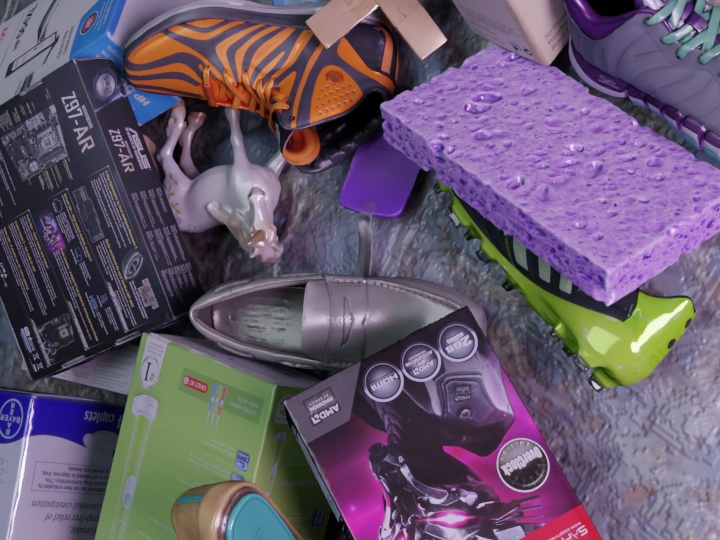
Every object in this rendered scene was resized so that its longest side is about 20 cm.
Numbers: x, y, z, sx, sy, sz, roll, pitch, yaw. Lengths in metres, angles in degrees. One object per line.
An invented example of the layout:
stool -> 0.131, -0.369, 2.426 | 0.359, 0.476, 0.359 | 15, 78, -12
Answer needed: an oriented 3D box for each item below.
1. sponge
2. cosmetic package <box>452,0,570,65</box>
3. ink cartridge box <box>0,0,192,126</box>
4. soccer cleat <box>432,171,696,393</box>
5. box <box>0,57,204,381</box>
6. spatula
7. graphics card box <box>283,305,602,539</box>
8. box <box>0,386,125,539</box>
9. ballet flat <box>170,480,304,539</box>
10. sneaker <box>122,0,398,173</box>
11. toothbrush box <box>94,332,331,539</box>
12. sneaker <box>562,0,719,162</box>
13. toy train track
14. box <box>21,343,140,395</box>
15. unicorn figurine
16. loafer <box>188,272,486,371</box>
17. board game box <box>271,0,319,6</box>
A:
sponge -> 0.114, -0.066, 0.713 | 0.200, 0.111, 0.030 | 41, 150, 38
cosmetic package -> 0.081, -0.224, 0.699 | 0.073, 0.200, 0.104 | 34, 85, 38
ink cartridge box -> -0.228, -0.171, 0.987 | 0.199, 0.084, 0.147 | -23, 42, 32
soccer cleat -> 0.118, -0.015, 0.726 | 0.081, 0.068, 0.200 | -41, 57, 3
box -> -0.218, -0.035, 0.903 | 0.159, 0.043, 0.202 | -23, 88, 31
spatula -> 0.000, 0.000, 0.832 | 0.056, 0.020, 0.202 | 14, 92, 33
graphics card box -> 0.054, 0.136, 0.678 | 0.125, 0.051, 0.201 | -26, 72, -9
box -> -0.292, 0.195, 0.964 | 0.183, 0.105, 0.202 | 1, 81, 39
ballet flat -> -0.047, 0.198, 0.735 | 0.063, 0.201, 0.069 | -4, 37, 39
sneaker -> -0.073, -0.126, 0.837 | 0.198, 0.078, 0.113 | -6, 61, 9
toothbrush box -> -0.100, 0.159, 0.824 | 0.145, 0.086, 0.202 | 14, 90, 42
sneaker -> 0.186, -0.119, 0.664 | 0.199, 0.088, 0.075 | 29, 76, 39
toy train track -> 0.047, -0.220, 0.814 | 0.199, 0.033, 0.115 | -38, 97, 1
box -> -0.193, 0.076, 0.957 | 0.199, 0.039, 0.042 | 6, 81, 39
unicorn figurine -> -0.101, -0.066, 0.907 | 0.199, 0.073, 0.139 | -13, 71, 53
loafer -> -0.018, 0.037, 0.788 | 0.198, 0.070, 0.071 | -1, 89, 21
board game box -> -0.019, -0.293, 0.910 | 0.151, 0.036, 0.202 | -30, 63, 29
